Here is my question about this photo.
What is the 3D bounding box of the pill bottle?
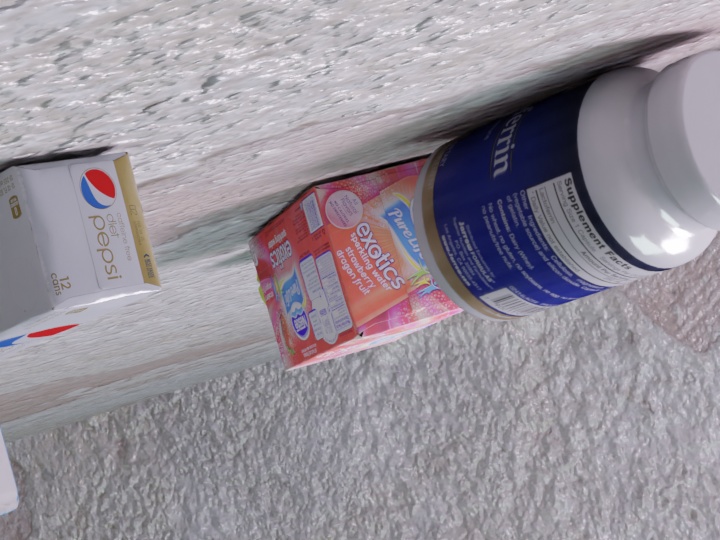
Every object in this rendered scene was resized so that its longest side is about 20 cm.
[{"bbox_3d":[0.134,-0.047,0.995,0.115,0.116,0.199,-11,173,-45],"label":"pill bottle"}]

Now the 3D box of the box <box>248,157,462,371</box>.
[{"bbox_3d":[0.000,0.000,1.182,0.094,0.103,0.200,-14,174,-18],"label":"box"}]

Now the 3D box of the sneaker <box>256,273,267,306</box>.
[{"bbox_3d":[0.018,-0.001,1.392,0.199,0.075,0.083,-13,178,-29],"label":"sneaker"}]

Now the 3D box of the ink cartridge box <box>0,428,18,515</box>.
[{"bbox_3d":[-0.219,0.027,0.491,0.199,0.148,0.146,-16,176,-5],"label":"ink cartridge box"}]

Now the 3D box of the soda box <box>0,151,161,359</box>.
[{"bbox_3d":[-0.180,0.005,0.841,0.063,0.069,0.200,-11,173,-42],"label":"soda box"}]
